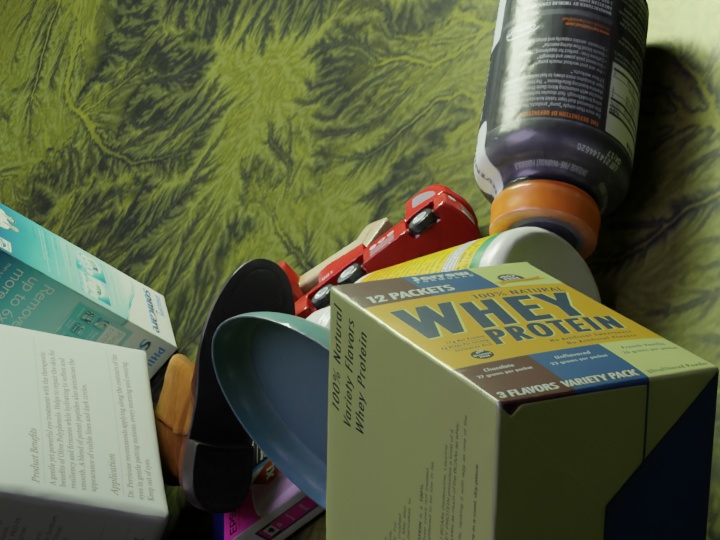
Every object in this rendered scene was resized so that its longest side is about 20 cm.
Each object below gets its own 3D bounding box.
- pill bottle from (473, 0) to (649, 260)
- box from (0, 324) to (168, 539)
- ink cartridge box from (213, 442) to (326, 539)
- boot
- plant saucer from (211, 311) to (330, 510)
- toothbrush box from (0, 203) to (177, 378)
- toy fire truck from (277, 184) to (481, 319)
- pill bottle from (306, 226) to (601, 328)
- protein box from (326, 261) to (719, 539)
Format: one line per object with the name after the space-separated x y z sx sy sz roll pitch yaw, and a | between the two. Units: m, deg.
0.133 -0.102 1.374 0.106 0.106 0.200 -24 44 44 | pill bottle
-0.264 0.179 1.585 0.199 0.171 0.200 -106 34 -51 | box
-0.053 0.145 1.497 0.200 0.037 0.095 -41 35 30 | ink cartridge box
-0.107 0.081 1.533 0.200 0.068 0.188 -170 85 -75 | boot
-0.015 0.099 1.342 0.027 0.200 0.200 -46 23 -28 | plant saucer
-0.280 0.050 1.743 0.146 0.200 0.085 -47 34 17 | toothbrush box
0.000 0.000 1.517 0.200 0.049 0.141 -38 17 13 | toy fire truck
0.052 0.046 1.346 0.200 0.113 0.113 -18 49 44 | pill bottle
0.082 0.122 1.142 0.200 0.135 0.199 -147 54 -59 | protein box
